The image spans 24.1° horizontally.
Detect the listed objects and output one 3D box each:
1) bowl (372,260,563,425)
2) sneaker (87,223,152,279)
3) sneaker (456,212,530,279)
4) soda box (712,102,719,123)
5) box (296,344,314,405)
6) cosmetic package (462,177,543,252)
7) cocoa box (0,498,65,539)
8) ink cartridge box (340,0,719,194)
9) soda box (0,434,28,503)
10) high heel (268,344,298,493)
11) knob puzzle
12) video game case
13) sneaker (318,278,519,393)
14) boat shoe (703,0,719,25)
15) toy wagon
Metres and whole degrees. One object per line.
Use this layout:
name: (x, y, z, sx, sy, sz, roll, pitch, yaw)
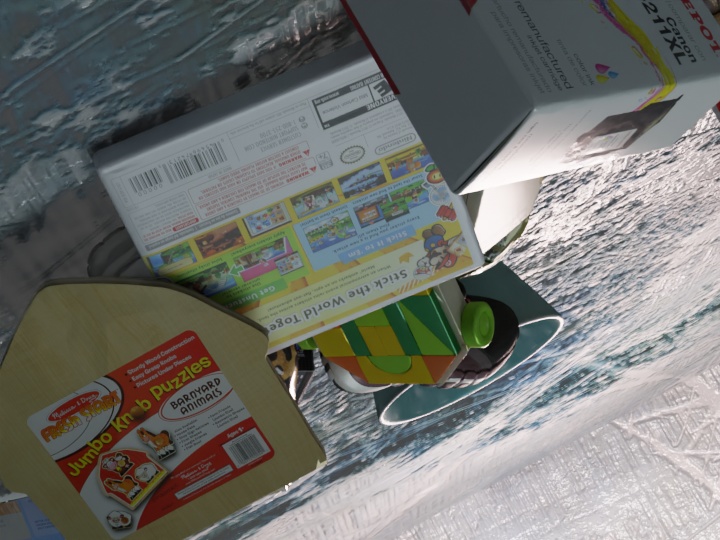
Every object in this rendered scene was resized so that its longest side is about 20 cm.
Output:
bowl: (0.082, 0.052, 1.599, 0.200, 0.106, 0.201, -26, 165, -8)
sneaker: (-0.090, -0.021, 1.111, 0.200, 0.088, 0.074, -38, 160, 27)
sneaker: (0.053, -0.009, 1.374, 0.199, 0.077, 0.089, -35, -177, 18)
soda box: (0.399, -0.182, 1.483, 0.199, 0.069, 0.064, -23, 164, -21)
box: (-0.131, 0.098, 1.385, 0.159, 0.045, 0.200, 0, 156, -12)
cosmetic package: (0.070, -0.090, 1.125, 0.071, 0.105, 0.200, -38, 168, -13)
cocoa box: (-0.336, 0.202, 1.296, 0.131, 0.134, 0.200, -36, 163, 23)
ink cartridge box: (0.106, -0.138, 0.970, 0.199, 0.146, 0.083, -15, 157, -42)
soda box: (-0.197, 0.100, 1.126, 0.198, 0.071, 0.063, -12, -156, -19)
high heel: (-0.073, 0.089, 1.244, 0.071, 0.144, 0.200, 11, 176, -2)
knob puzzle: (-0.145, 0.082, 1.078, 0.219, 0.220, 0.031, -31, -156, 9)
video game case: (-0.039, -0.037, 1.046, 0.199, 0.023, 0.183, -22, 128, 1)
sneaker: (0.072, 0.040, 1.341, 0.199, 0.076, 0.116, -11, 155, -38)
boat shoe: (0.267, -0.214, 1.150, 0.199, 0.071, 0.070, -24, -155, -24)
toy wagon: (0.000, 0.000, 1.189, 0.154, 0.201, 0.040, -2, -139, 32)
